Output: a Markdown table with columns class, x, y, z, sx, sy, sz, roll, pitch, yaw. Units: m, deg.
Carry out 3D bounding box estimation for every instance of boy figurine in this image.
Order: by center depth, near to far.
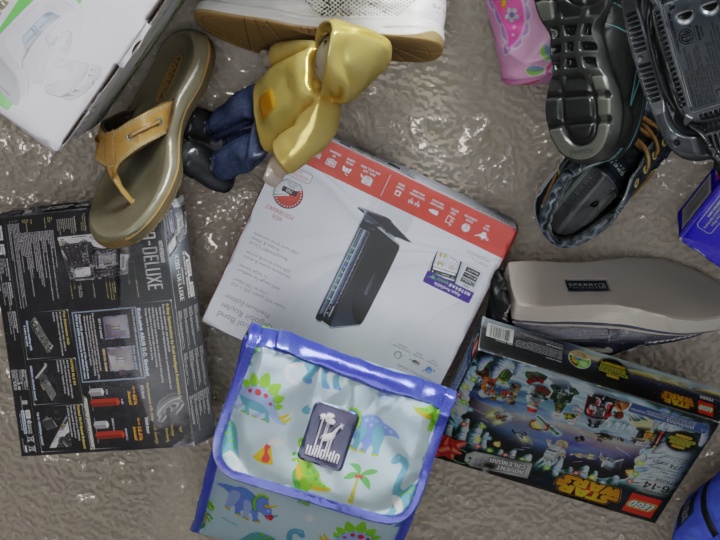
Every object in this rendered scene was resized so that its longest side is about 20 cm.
| class | x | y | z | sx | sy | sz | roll | pitch | yaw |
| --- | --- | --- | --- | --- | --- | --- | --- | --- | --- |
| boy figurine | -0.057 | -0.124 | 1.409 | 0.064 | 0.125 | 0.200 | 23 | 146 | -35 |

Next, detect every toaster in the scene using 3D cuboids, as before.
| class | x | y | z | sx | sy | sz | roll | pitch | yaw |
| --- | --- | --- | --- | --- | --- | --- | --- | --- | --- |
| toaster | 0.267 | -0.158 | 1.330 | 0.113 | 0.129 | 0.200 | -19 | 85 | 30 |

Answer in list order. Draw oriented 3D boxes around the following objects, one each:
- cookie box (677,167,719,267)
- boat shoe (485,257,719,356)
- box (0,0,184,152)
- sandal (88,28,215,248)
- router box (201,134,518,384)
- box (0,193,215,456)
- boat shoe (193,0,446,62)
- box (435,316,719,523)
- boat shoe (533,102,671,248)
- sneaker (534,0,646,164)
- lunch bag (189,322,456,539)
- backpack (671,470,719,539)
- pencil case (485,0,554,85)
| class | x | y | z | sx | sy | sz | roll | pitch | yaw |
| --- | --- | --- | --- | --- | --- | --- | --- | --- | --- |
| cookie box | 0.375 | -0.042 | 1.437 | 0.200 | 0.075 | 0.171 | 35 | 112 | -3 |
| boat shoe | 0.192 | 0.045 | 1.490 | 0.199 | 0.075 | 0.093 | 5 | 133 | -9 |
| box | -0.193 | -0.203 | 1.400 | 0.097 | 0.176 | 0.200 | 36 | 102 | -4 |
| sandal | -0.170 | -0.108 | 1.429 | 0.080 | 0.054 | 0.200 | -3 | 60 | 40 |
| router box | 0.000 | 0.000 | 1.494 | 0.200 | 0.049 | 0.180 | 25 | 102 | -2 |
| box | -0.208 | 0.044 | 1.489 | 0.157 | 0.050 | 0.201 | -6 | 97 | 19 |
| boat shoe | -0.029 | -0.207 | 1.451 | 0.199 | 0.071 | 0.070 | 7 | 76 | 10 |
| box | 0.167 | 0.121 | 1.474 | 0.200 | 0.040 | 0.137 | 17 | 135 | -4 |
| boat shoe | 0.211 | -0.098 | 1.440 | 0.071 | 0.091 | 0.200 | 37 | 101 | -4 |
| sneaker | 0.175 | -0.177 | 1.374 | 0.075 | 0.079 | 0.201 | 2 | 89 | 37 |
| lunch bag | -0.029 | 0.138 | 1.454 | 0.170 | 0.128 | 0.200 | 18 | 131 | -2 |
| backpack | 0.322 | 0.241 | 1.473 | 0.168 | 0.162 | 0.200 | 45 | 113 | 3 |
| pencil case | 0.133 | -0.240 | 1.420 | 0.087 | 0.087 | 0.201 | -10 | 101 | 5 |
